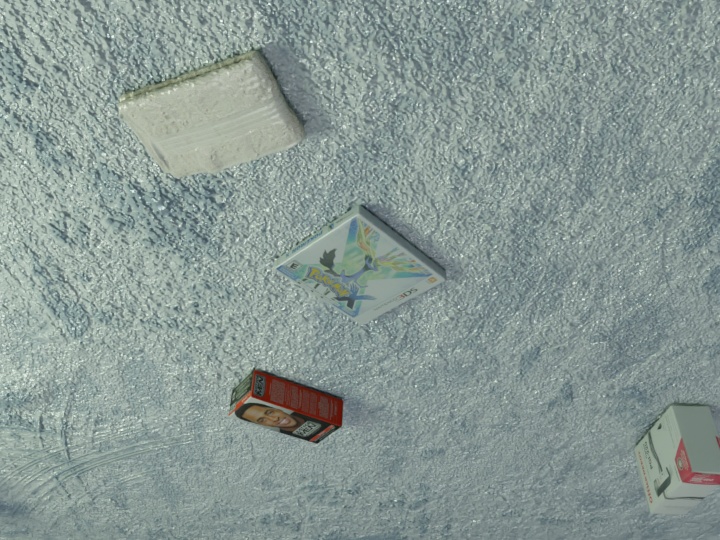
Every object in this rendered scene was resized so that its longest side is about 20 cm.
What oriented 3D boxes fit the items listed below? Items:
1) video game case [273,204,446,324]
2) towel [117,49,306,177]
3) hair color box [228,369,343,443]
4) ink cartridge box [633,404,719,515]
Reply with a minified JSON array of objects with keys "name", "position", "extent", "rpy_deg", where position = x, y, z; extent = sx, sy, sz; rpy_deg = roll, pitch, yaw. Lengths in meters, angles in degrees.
[{"name":"video game case","position":[0.000,0.000,1.111],"extent":[0.181,0.022,0.199],"rpy_deg":[-30,131,32]},{"name":"towel","position":[-0.180,-0.181,0.883],"extent":[0.197,0.035,0.133],"rpy_deg":[-14,139,17]},{"name":"hair color box","position":[-0.141,0.265,1.411],"extent":[0.198,0.062,0.101],"rpy_deg":[23,137,-24]},{"name":"ink cartridge box","position":[0.633,0.379,1.463],"extent":[0.084,0.147,0.201],"rpy_deg":[2,141,-3]}]
